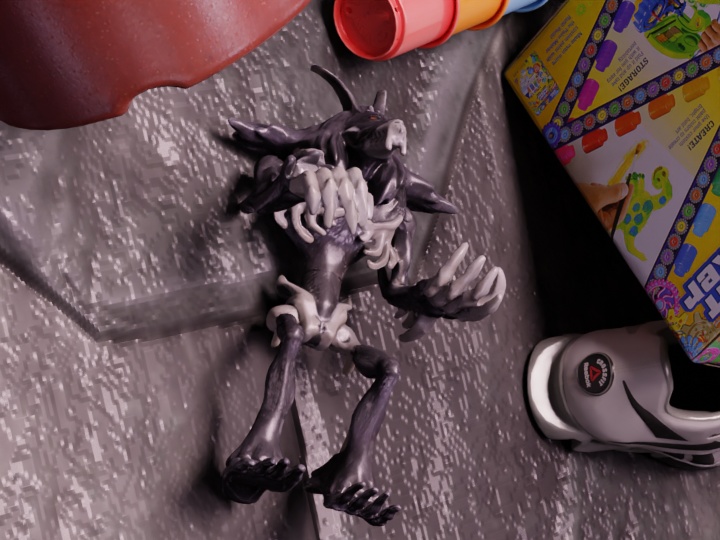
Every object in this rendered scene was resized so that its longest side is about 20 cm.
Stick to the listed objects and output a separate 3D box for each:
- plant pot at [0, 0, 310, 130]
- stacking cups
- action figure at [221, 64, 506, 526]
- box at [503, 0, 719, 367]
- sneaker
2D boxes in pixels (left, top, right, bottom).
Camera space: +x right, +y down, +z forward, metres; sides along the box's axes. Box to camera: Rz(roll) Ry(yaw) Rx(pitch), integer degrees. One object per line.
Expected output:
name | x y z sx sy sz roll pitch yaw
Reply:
plant pot | -0.111 -0.171 0.910 0.201 0.200 0.196 -53 128 -42
stacking cups | 0.065 -0.140 1.192 0.200 0.060 0.061 -32 104 -47
action figure | 0.000 0.000 1.049 0.118 0.102 0.201 21 65 -31
box | 0.209 -0.050 1.223 0.199 0.122 0.193 13 38 -47
sneaker | 0.175 0.058 1.246 0.199 0.088 0.075 0 79 -50
